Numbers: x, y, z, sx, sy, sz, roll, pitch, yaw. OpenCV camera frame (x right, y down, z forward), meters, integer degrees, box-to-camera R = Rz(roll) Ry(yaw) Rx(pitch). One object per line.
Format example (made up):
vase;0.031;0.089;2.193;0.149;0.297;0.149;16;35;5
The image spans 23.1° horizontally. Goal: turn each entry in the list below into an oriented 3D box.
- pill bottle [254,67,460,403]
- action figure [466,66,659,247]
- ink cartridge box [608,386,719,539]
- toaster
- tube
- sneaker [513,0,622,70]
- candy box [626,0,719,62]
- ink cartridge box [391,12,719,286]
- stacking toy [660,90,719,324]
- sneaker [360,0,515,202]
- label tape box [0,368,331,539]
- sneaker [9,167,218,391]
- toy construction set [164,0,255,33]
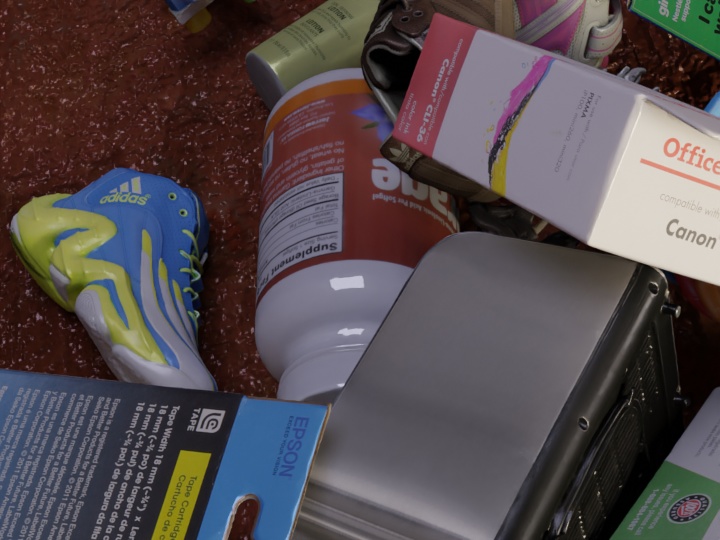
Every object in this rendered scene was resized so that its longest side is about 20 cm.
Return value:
pill bottle;0.000;0.000;0.943;0.111;0.113;0.202;-7;54;9
action figure;0.156;-0.052;0.941;0.198;0.119;0.103;-18;57;8
ink cartridge box;0.226;0.117;0.747;0.198;0.088;0.145;-6;22;36
toaster;0.065;0.110;0.804;0.118;0.182;0.201;16;57;27
tube;0.020;-0.166;1.102;0.199;0.052;0.058;-34;94;-17
sneaker;0.117;-0.160;1.001;0.088;0.200;0.082;33;44;-4
candy box;0.274;-0.146;0.958;0.199;0.078;0.168;34;38;32
ink cartridge box;0.117;-0.048;0.785;0.200;0.116;0.068;34;107;54
stacking toy;0.214;0.009;0.802;0.110;0.115;0.200;-60;23;19
sneaker;0.037;-0.129;0.935;0.075;0.071;0.201;13;47;-28
label tape box;-0.112;0.124;0.758;0.198;0.063;0.145;5;60;23
sneaker;-0.117;0.001;0.996;0.105;0.076;0.200;-37;53;-14
toy construction set;-0.064;-0.238;1.147;0.199;0.093;0.131;-31;28;-18
